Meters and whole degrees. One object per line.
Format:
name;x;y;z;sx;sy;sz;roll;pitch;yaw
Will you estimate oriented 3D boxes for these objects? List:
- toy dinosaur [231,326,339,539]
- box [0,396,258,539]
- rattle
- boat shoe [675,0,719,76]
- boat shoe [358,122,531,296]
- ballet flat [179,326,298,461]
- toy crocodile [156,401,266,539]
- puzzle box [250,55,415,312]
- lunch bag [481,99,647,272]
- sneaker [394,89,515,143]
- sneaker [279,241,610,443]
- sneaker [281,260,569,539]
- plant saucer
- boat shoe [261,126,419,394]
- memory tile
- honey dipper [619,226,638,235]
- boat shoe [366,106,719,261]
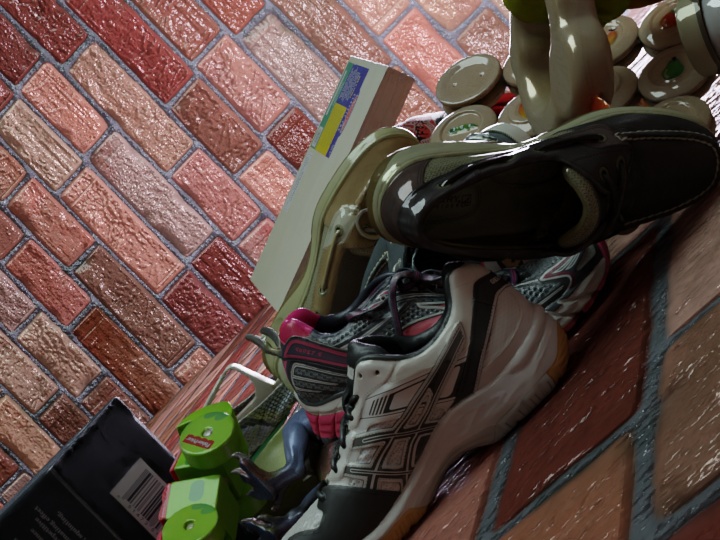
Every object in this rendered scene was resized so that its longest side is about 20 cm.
toy dinosaur;0.001;0.107;1.054;0.181;0.106;0.199;-36;34;-31
box;-0.190;0.214;1.126;0.200;0.148;0.107;-42;5;27
rattle;0.162;-0.120;0.994;0.200;0.141;0.131;-113;34;-58
boat shoe;0.262;-0.178;1.055;0.068;0.075;0.200;-18;18;34
boat shoe;0.039;-0.009;1.007;0.062;0.073;0.200;-35;-14;-44
ballet flat;-0.064;0.084;1.257;0.200;0.072;0.072;-45;5;10
toy crocodile;-0.101;0.156;1.050;0.061;0.068;0.201;-12;39;15
puzzle box;-0.024;-0.066;1.285;0.202;0.025;0.133;-65;15;5
lunch bag;0.116;-0.051;1.178;0.200;0.082;0.176;-45;0;-10
sneaker;0.095;-0.099;1.332;0.107;0.068;0.201;-15;-3;22
sneaker;0.047;0.026;0.941;0.198;0.075;0.081;-26;8;9
sneaker;0.013;0.079;0.866;0.200;0.088;0.076;-47;6;5
plant saucer;-0.038;0.130;1.228;0.200;0.031;0.200;-45;5;5
boat shoe;-0.002;0.000;1.141;0.073;0.063;0.202;10;-66;-46
memory tile;0.133;-0.107;1.079;0.198;0.017;0.154;-15;42;27
honey dipper;0.104;0.002;1.010;0.038;0.038;0.200;-48;4;-36
boat shoe;0.105;-0.037;0.864;0.199;0.072;0.066;-8;27;-18
